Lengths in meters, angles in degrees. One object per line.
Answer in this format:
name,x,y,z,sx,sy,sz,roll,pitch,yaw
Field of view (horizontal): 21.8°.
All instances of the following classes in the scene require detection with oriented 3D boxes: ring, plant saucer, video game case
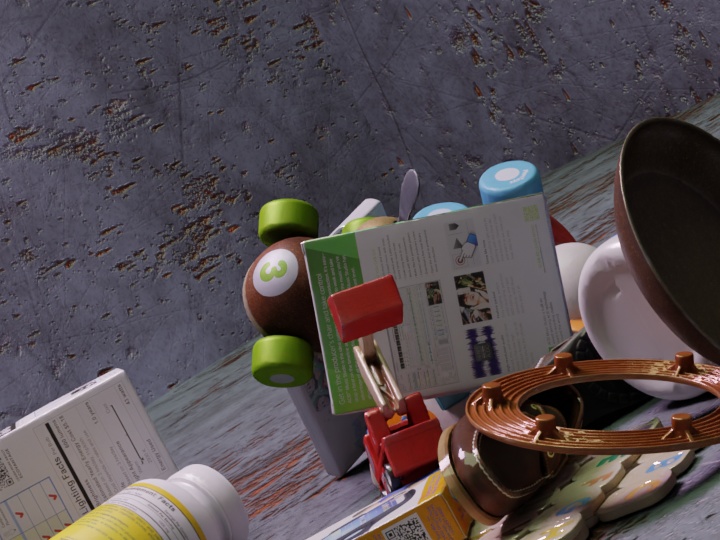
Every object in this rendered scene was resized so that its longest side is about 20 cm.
ring,0.167,0.081,1.209,0.200,0.019,0.200,-4,13,1
plant saucer,0.231,-0.008,1.234,0.037,0.200,0.200,-39,-3,36
video game case,-0.006,0.064,1.780,0.024,0.200,0.182,9,43,41

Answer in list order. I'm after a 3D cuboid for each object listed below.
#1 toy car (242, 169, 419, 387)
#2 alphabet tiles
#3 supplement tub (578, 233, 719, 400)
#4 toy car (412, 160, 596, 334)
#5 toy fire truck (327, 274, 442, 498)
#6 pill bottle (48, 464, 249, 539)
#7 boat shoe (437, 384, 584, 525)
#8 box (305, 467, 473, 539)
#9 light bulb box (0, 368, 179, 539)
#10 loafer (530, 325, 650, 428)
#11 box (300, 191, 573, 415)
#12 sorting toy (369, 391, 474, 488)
toy car,0.000,0.000,1.614,0.158,0.164,0.200,12,-27,-21
alphabet tiles,0.129,0.152,1.219,0.196,0.015,0.200,-26,4,32
supplement tub,0.268,-0.003,1.378,0.200,0.132,0.132,-32,5,-36
toy car,0.172,0.023,1.784,0.177,0.185,0.200,-31,33,-27
toy fire truck,0.021,0.096,1.406,0.049,0.141,0.200,-19,-17,-7
pill bottle,-0.189,0.244,1.556,0.200,0.113,0.112,-32,5,-43
boat shoe,0.106,0.113,1.263,0.070,0.070,0.200,-34,1,18
box,-0.015,0.205,1.315,0.200,0.042,0.119,-28,1,9
light bulb box,-0.262,0.222,1.725,0.200,0.198,0.125,-28,2,-10
loafer,0.160,0.084,1.425,0.200,0.073,0.071,-29,4,-18
box,0.063,0.028,1.491,0.200,0.145,0.036,-11,-6,6
sorting toy,0.123,0.097,1.560,0.180,0.107,0.200,-4,17,30
